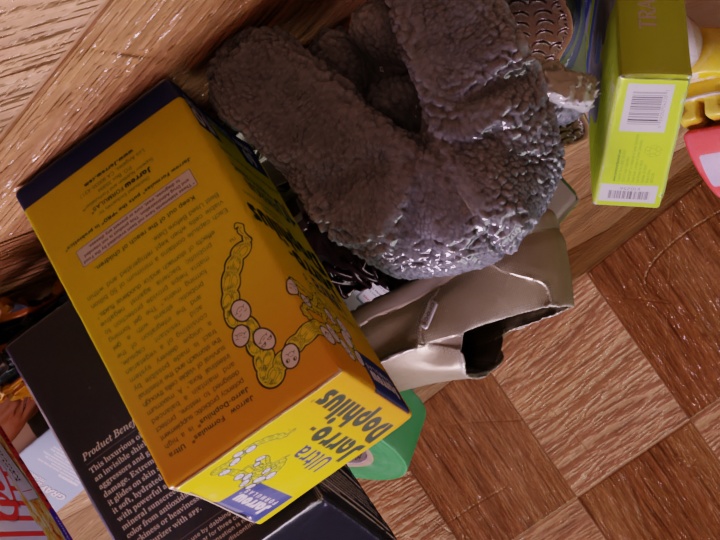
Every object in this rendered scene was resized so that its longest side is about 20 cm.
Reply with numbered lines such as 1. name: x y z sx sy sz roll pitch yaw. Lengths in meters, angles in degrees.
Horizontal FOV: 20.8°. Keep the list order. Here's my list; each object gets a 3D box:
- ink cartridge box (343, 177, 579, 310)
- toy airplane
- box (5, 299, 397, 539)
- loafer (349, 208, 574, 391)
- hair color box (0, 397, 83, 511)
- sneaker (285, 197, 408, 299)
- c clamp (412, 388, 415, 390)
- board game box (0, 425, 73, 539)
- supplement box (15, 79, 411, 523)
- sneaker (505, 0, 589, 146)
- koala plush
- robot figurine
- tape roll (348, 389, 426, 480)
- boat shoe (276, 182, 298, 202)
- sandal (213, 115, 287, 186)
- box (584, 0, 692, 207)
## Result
1. ink cartridge box: 0.029 -0.037 1.369 0.200 0.147 0.083 -41 -177 43
2. toy airplane: 0.239 -0.174 1.358 0.141 0.199 0.200 -14 141 -50
3. box: -0.089 0.116 1.194 0.123 0.199 0.200 -35 154 2
4. loafer: 0.044 0.040 1.159 0.200 0.068 0.076 -38 159 22
5. hair color box: -0.214 0.105 1.393 0.200 0.061 0.099 -40 -146 26
6. sneaker: 0.000 0.000 1.250 0.200 0.116 0.076 -41 146 25
7. c clamp: 0.062 0.013 1.498 0.200 0.027 0.171 -54 -159 28
8. board game box: -0.253 0.124 1.209 0.046 0.152 0.200 -34 172 0
9. supplement box: -0.079 0.018 1.051 0.109 0.200 0.109 -35 155 8
10. sneaker: 0.115 -0.171 1.301 0.067 0.090 0.200 -4 149 14
11. koala plush: 0.046 -0.079 1.098 0.177 0.184 0.200 -36 169 12
12. robot figurine: -0.166 0.015 1.254 0.200 0.058 0.145 -36 171 6
13. tape roll: -0.053 0.093 1.433 0.200 0.200 0.048 119 -7 -72
14. boat shoe: -0.047 -0.064 1.300 0.062 0.072 0.200 2 142 -40
15. sandal: -0.012 -0.105 1.186 0.200 0.054 0.080 -20 136 -17
16. box: 0.169 -0.154 1.208 0.047 0.200 0.122 3 143 0
